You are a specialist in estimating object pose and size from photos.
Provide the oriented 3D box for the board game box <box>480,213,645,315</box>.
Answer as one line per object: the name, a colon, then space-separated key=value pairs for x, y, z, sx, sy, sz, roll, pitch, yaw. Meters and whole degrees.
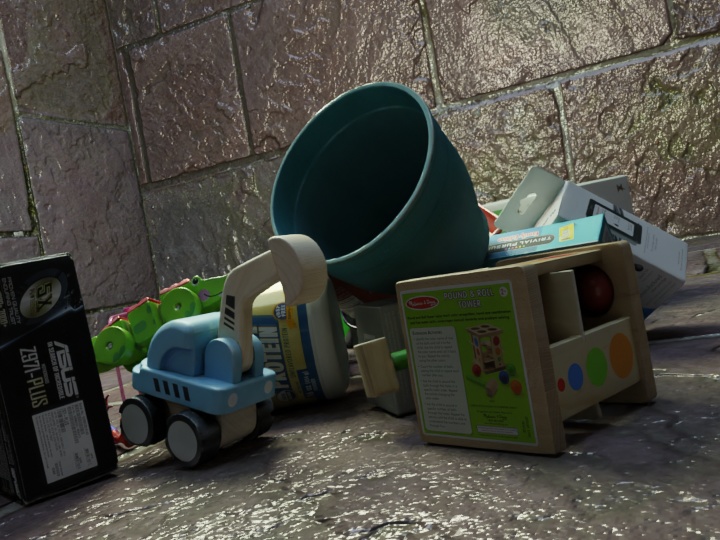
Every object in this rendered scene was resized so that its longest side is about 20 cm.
board game box: x=0.202 y=0.025 z=0.844 sx=0.199 sy=0.152 sz=0.047 roll=-10 pitch=36 yaw=36

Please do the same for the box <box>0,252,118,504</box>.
box: x=-0.315 y=0.097 z=0.688 sx=0.086 sy=0.202 sz=0.163 roll=-14 pitch=2 yaw=-41

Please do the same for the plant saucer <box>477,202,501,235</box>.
plant saucer: x=0.092 y=-0.032 z=1.086 sx=0.200 sy=0.037 sz=0.200 roll=-44 pitch=39 yaw=-2

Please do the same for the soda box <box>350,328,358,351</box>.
soda box: x=0.074 y=0.086 z=1.112 sx=0.068 sy=0.064 sz=0.199 roll=-10 pitch=0 yaw=-44

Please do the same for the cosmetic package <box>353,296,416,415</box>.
cosmetic package: x=0.103 y=0.066 z=0.736 sx=0.198 sy=0.108 sz=0.090 roll=-9 pitch=1 yaw=-20

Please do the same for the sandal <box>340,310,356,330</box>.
sandal: x=0.010 y=0.063 z=1.077 sx=0.048 sy=0.076 sz=0.200 roll=20 pitch=8 yaw=-30

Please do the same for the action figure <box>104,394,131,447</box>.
action figure: x=-0.312 y=0.174 z=0.830 sx=0.065 sy=0.052 sz=0.199 roll=-16 pitch=2 yaw=-37

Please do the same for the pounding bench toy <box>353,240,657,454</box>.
pounding bench toy: x=0.109 y=0.057 z=0.600 sx=0.155 sy=0.126 sz=0.199 roll=-11 pitch=1 yaw=-41

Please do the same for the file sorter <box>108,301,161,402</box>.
file sorter: x=-0.235 y=0.108 z=1.034 sx=0.198 sy=0.141 sz=0.125 roll=-11 pitch=2 yaw=-3

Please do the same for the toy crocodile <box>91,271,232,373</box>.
toy crocodile: x=-0.203 y=0.052 z=0.738 sx=0.199 sy=0.062 sz=0.068 roll=-28 pitch=-21 yaw=6

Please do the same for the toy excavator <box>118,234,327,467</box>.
toy excavator: x=-0.121 y=0.064 z=0.655 sx=0.193 sy=0.202 sz=0.100 roll=7 pitch=10 yaw=33

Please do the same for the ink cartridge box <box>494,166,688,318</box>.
ink cartridge box: x=0.257 y=-0.022 z=0.855 sx=0.068 sy=0.199 sz=0.116 roll=-62 pitch=-1 yaw=-41

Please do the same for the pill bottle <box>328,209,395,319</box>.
pill bottle: x=0.000 y=0.000 z=0.938 sx=0.112 sy=0.113 sz=0.199 roll=-9 pitch=-35 yaw=46

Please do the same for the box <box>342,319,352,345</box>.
box: x=0.052 y=0.031 z=1.267 sx=0.175 sy=0.097 sz=0.201 roll=-12 pitch=-30 yaw=-23

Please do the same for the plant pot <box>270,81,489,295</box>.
plant pot: x=0.040 y=-0.061 z=0.785 sx=0.199 sy=0.202 sz=0.188 roll=-10 pitch=-29 yaw=36

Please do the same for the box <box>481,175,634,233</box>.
box: x=0.324 y=-0.032 z=1.191 sx=0.198 sy=0.201 sz=0.171 roll=-13 pitch=2 yaw=-32

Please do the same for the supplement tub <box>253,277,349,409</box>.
supplement tub: x=-0.120 y=0.087 z=0.826 sx=0.198 sy=0.146 sz=0.145 roll=-11 pitch=1 yaw=4
